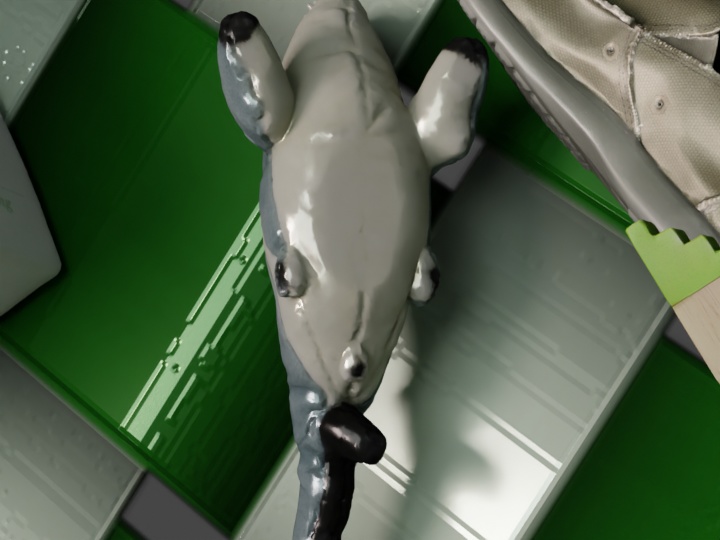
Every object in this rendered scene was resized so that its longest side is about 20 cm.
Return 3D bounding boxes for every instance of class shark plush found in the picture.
[{"bbox_3d":[0.000,0.000,0.824,0.090,0.083,0.201,-7,80,-15],"label":"shark plush"}]

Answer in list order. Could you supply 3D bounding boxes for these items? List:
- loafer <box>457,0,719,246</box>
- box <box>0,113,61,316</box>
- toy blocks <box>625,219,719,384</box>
[{"bbox_3d":[0.094,-0.061,0.780,0.070,0.075,0.200,-39,65,4],"label":"loafer"},{"bbox_3d":[-0.258,-0.052,0.908,0.171,0.199,0.201,-36,63,18],"label":"box"},{"bbox_3d":[0.185,0.038,0.666,0.136,0.100,0.201,-33,81,12],"label":"toy blocks"}]
